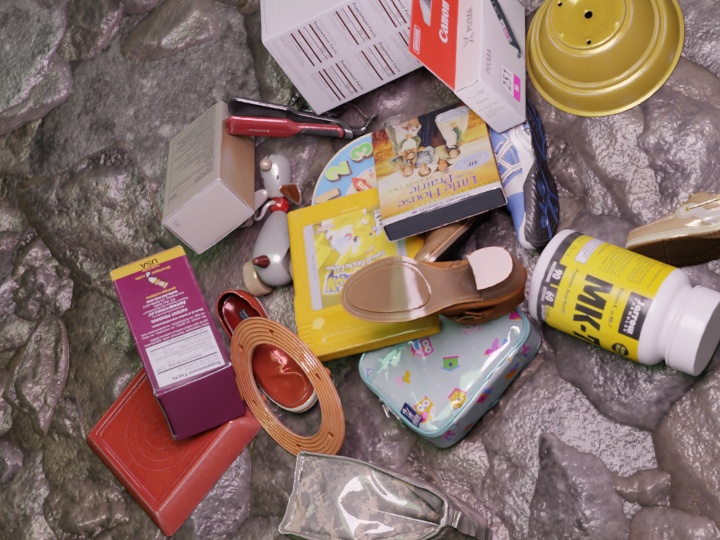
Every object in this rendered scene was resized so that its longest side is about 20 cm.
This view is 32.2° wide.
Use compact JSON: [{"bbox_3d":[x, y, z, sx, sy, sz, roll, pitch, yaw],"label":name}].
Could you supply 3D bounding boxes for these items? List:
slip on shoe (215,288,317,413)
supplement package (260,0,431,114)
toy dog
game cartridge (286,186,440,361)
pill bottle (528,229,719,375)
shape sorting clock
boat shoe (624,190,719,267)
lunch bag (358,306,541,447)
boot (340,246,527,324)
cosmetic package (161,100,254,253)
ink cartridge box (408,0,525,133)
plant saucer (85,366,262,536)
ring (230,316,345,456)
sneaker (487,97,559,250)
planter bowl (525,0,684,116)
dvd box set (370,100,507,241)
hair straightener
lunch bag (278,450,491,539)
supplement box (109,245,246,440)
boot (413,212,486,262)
[{"bbox_3d":[-0.124,0.102,1.601,0.074,0.061,0.200,-40,66,7],"label":"slip on shoe"},{"bbox_3d":[-0.010,-0.346,1.599,0.200,0.147,0.191,-23,47,17],"label":"supplement package"},{"bbox_3d":[-0.122,-0.059,1.625,0.132,0.096,0.200,-33,65,13],"label":"toy dog"},{"bbox_3d":[0.000,0.000,1.509,0.176,0.032,0.200,-15,63,18],"label":"game cartridge"},{"bbox_3d":[0.300,0.037,1.397,0.200,0.114,0.114,22,85,28],"label":"pill bottle"},{"bbox_3d":[0.029,-0.088,1.598,0.200,0.039,0.200,-7,73,23],"label":"shape sorting clock"},{"bbox_3d":[0.397,-0.056,1.410,0.200,0.074,0.066,-12,58,19],"label":"boat shoe"},{"bbox_3d":[0.100,0.099,1.487,0.200,0.077,0.160,-48,63,0],"label":"lunch bag"},{"bbox_3d":[0.088,0.032,1.384,0.200,0.155,0.074,-9,74,11],"label":"boot"},{"bbox_3d":[-0.197,-0.125,1.636,0.105,0.071,0.200,-34,33,21],"label":"cosmetic package"},{"bbox_3d":[0.133,-0.292,1.503,0.044,0.174,0.200,-23,46,34],"label":"ink cartridge box"},{"bbox_3d":[-0.258,0.211,1.645,0.200,0.037,0.200,42,95,28],"label":"plant saucer"},{"bbox_3d":[-0.087,0.144,1.526,0.200,0.201,0.019,37,48,28],"label":"ring"},{"bbox_3d":[0.190,-0.111,1.519,0.077,0.076,0.200,-18,59,26],"label":"sneaker"},{"bbox_3d":[0.286,-0.296,1.516,0.200,0.083,0.201,-7,73,22],"label":"planter bowl"},{"bbox_3d":[0.089,-0.124,1.483,0.146,0.029,0.200,-18,37,11],"label":"dvd box set"},{"bbox_3d":[-0.076,-0.212,1.641,0.200,0.041,0.077,1,55,-2],"label":"hair straightener"},{"bbox_3d":[0.037,0.286,1.417,0.200,0.164,0.118,5,72,26],"label":"lunch bag"},{"bbox_3d":[-0.232,0.091,1.585,0.103,0.131,0.200,-21,57,-10],"label":"supplement box"},{"bbox_3d":[0.092,-0.053,1.476,0.075,0.200,0.074,37,126,2],"label":"boot"}]
